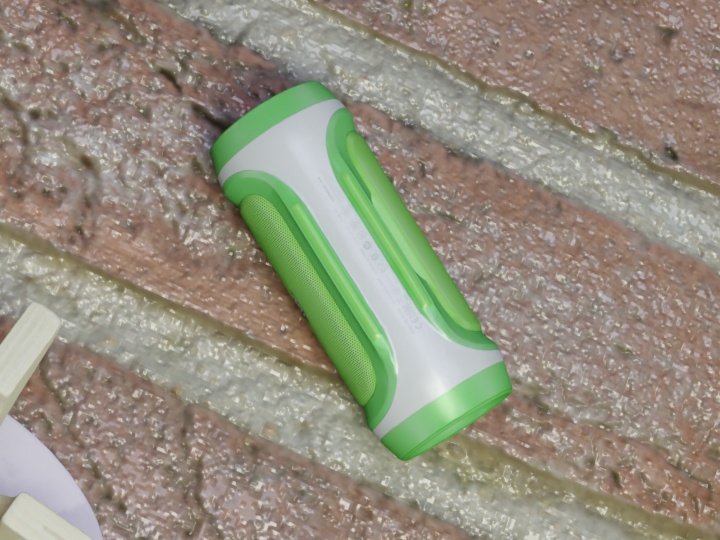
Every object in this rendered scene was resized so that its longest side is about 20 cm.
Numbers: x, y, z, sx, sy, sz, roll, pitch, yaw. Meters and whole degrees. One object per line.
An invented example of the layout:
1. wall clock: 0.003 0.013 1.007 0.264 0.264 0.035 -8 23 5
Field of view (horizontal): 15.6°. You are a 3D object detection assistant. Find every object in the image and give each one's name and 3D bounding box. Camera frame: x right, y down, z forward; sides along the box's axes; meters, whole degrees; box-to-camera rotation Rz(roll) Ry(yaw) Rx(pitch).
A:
1. toy table: -0.211 0.109 1.320 0.199 0.117 0.185 24 68 -5
2. speaker: 0.000 0.000 1.426 0.088 0.088 0.201 -29 81 -21
